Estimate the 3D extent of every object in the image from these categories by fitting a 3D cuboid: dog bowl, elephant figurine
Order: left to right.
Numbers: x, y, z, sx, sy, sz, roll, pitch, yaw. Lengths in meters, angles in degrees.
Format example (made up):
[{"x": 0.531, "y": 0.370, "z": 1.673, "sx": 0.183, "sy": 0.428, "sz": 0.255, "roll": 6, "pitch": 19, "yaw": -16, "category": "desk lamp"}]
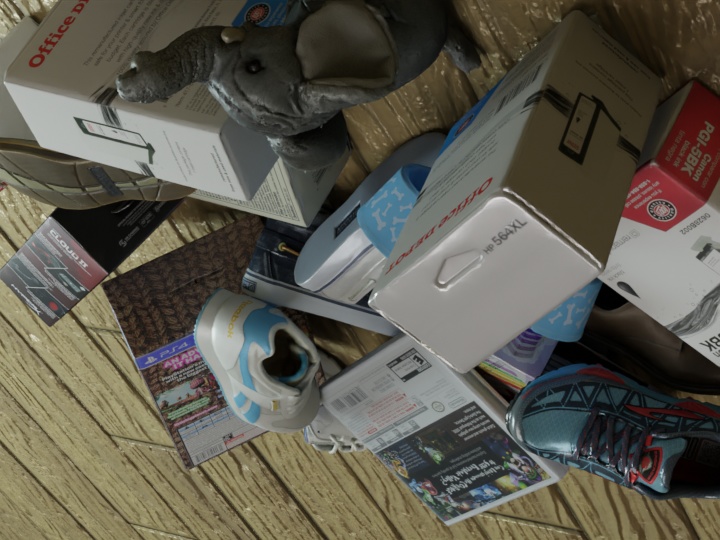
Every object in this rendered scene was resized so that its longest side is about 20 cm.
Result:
[{"x": -0.037, "y": -0.136, "z": 1.079, "sx": 0.155, "sy": 0.200, "sz": 0.142, "roll": 13, "pitch": 146, "yaw": 28, "category": "elephant figurine"}, {"x": 0.094, "y": -0.017, "z": 1.181, "sx": 0.200, "sy": 0.112, "sz": 0.050, "roll": 22, "pitch": 113, "yaw": -23, "category": "dog bowl"}]

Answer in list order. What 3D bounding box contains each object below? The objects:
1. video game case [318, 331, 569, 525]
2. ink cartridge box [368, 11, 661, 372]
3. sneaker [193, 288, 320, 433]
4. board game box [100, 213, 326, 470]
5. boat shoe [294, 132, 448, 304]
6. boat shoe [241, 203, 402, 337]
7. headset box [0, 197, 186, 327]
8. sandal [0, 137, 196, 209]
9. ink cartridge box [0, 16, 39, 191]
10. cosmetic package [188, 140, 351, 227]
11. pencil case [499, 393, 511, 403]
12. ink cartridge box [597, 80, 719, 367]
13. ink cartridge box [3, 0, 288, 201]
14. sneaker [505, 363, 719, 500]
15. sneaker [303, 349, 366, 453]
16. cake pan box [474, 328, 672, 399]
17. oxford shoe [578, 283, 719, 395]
[{"x": 0.068, "y": 0.140, "z": 1.427, "sx": 0.182, "sy": 0.023, "sz": 0.200, "roll": 45, "pitch": 146, "yaw": -6, "category": "video game case"}, {"x": 0.103, "y": -0.051, "z": 1.037, "sx": 0.084, "sy": 0.200, "sz": 0.146, "roll": 37, "pitch": 134, "yaw": -12, "category": "ink cartridge box"}, {"x": -0.074, "y": 0.092, "z": 1.405, "sx": 0.081, "sy": 0.077, "sz": 0.200, "roll": 17, "pitch": 158, "yaw": 29, "category": "sneaker"}, {"x": -0.131, "y": 0.070, "z": 1.505, "sx": 0.097, "sy": 0.159, "sz": 0.200, "roll": 59, "pitch": 169, "yaw": 37, "category": "board game box"}, {"x": 0.036, "y": -0.030, "z": 1.288, "sx": 0.086, "sy": 0.075, "sz": 0.202, "roll": 27, "pitch": 132, "yaw": -25, "category": "boat shoe"}, {"x": 0.000, "y": 0.000, "z": 1.397, "sx": 0.200, "sy": 0.091, "sz": 0.071, "roll": 15, "pitch": -174, "yaw": -27, "category": "boat shoe"}, {"x": -0.230, "y": -0.046, "z": 1.443, "sx": 0.075, "sy": 0.149, "sz": 0.200, "roll": 45, "pitch": 148, "yaw": -7, "category": "headset box"}, {"x": -0.214, "y": -0.093, "z": 1.289, "sx": 0.199, "sy": 0.054, "sz": 0.080, "roll": -1, "pitch": 146, "yaw": 20, "category": "sandal"}, {"x": -0.343, "y": -0.122, "z": 1.438, "sx": 0.083, "sy": 0.147, "sz": 0.200, "roll": 41, "pitch": 149, "yaw": -17, "category": "ink cartridge box"}, {"x": -0.119, "y": -0.117, "z": 1.300, "sx": 0.199, "sy": 0.087, "sz": 0.104, "roll": 15, "pitch": 149, "yaw": 24, "category": "cosmetic package"}, {"x": 0.083, "y": 0.136, "z": 1.509, "sx": 0.200, "sy": 0.090, "sz": 0.078, "roll": 10, "pitch": 141, "yaw": 36, "category": "pencil case"}, {"x": 0.256, "y": -0.017, "z": 1.114, "sx": 0.200, "sy": 0.083, "sz": 0.147, "roll": 35, "pitch": 150, "yaw": -7, "category": "ink cartridge box"}, {"x": -0.144, "y": -0.150, "z": 1.213, "sx": 0.199, "sy": 0.146, "sz": 0.084, "roll": 16, "pitch": 149, "yaw": 26, "category": "ink cartridge box"}, {"x": 0.208, "y": 0.124, "z": 1.191, "sx": 0.199, "sy": 0.080, "sz": 0.096, "roll": 10, "pitch": -168, "yaw": -2, "category": "sneaker"}, {"x": -0.010, "y": 0.153, "z": 1.620, "sx": 0.199, "sy": 0.087, "sz": 0.075, "roll": 24, "pitch": 149, "yaw": 10, "category": "sneaker"}, {"x": 0.177, "y": 0.098, "z": 1.339, "sx": 0.184, "sy": 0.052, "sz": 0.200, "roll": 29, "pitch": 172, "yaw": -1, "category": "cake pan box"}, {"x": 0.239, "y": 0.039, "z": 1.230, "sx": 0.199, "sy": 0.073, "sz": 0.085, "roll": 18, "pitch": 147, "yaw": 22, "category": "oxford shoe"}]
